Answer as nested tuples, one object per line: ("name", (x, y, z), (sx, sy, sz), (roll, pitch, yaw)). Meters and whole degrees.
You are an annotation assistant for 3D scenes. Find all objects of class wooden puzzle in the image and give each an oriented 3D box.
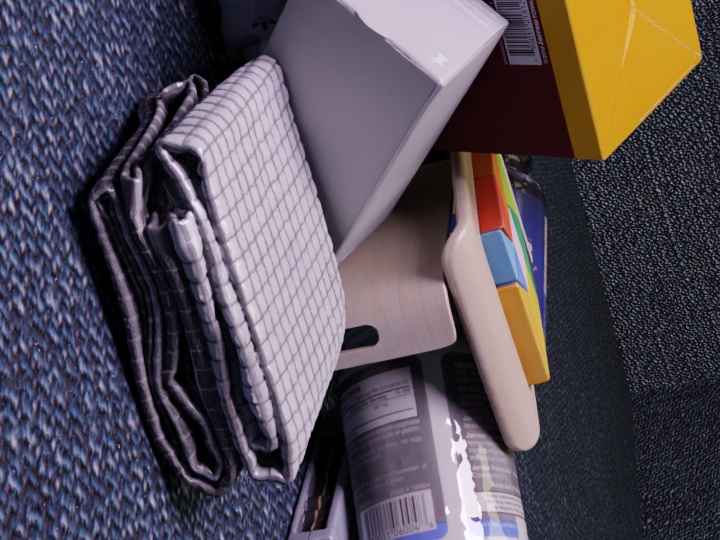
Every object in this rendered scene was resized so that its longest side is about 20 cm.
("wooden puzzle", (0.095, -0.008, 1.109), (0.200, 0.037, 0.185), (-83, 158, -52))

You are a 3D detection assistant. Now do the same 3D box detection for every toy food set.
("toy food set", (0.000, 0.000, 1.099), (0.200, 0.143, 0.061), (-78, 152, -59))

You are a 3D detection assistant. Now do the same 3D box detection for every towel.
("towel", (-0.079, -0.001, 0.909), (0.166, 0.085, 0.201), (-66, 143, -62))

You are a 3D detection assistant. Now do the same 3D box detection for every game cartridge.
("game cartridge", (-0.008, 0.200, 1.151), (0.200, 0.040, 0.134), (-73, 146, -63))

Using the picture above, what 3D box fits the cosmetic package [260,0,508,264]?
("cosmetic package", (-0.008, -0.099, 0.985), (0.107, 0.200, 0.090), (42, 46, 5))

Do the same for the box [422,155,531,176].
("box", (0.066, -0.122, 1.460), (0.124, 0.148, 0.201), (3, 77, -77))

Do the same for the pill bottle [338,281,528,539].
("pill bottle", (0.045, 0.112, 1.125), (0.114, 0.113, 0.201), (50, 29, -64))

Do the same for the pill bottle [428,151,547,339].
("pill bottle", (0.093, -0.015, 1.309), (0.112, 0.111, 0.201), (55, 34, -60))

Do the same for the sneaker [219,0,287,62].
("sneaker", (-0.068, -0.213, 1.152), (0.200, 0.075, 0.115), (-88, 173, -64))

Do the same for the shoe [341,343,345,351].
("shoe", (0.024, 0.096, 1.322), (0.070, 0.053, 0.200), (-83, 158, -53))

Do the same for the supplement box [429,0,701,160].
("supplement box", (0.075, -0.187, 1.010), (0.133, 0.199, 0.198), (-43, 127, -39))
